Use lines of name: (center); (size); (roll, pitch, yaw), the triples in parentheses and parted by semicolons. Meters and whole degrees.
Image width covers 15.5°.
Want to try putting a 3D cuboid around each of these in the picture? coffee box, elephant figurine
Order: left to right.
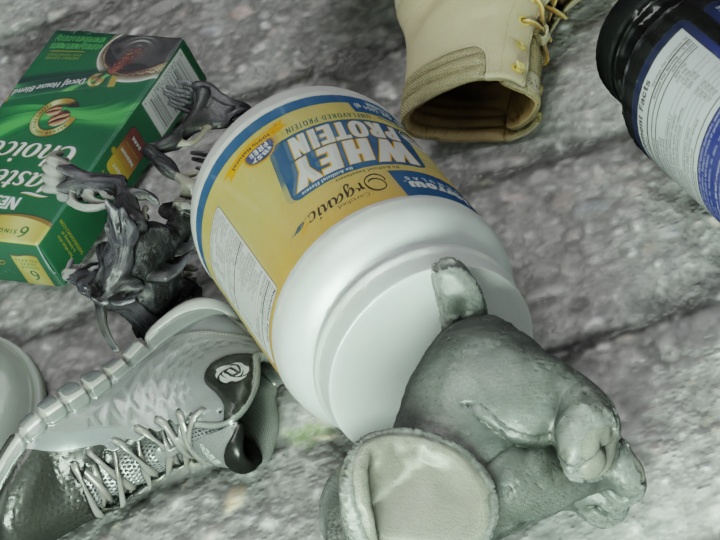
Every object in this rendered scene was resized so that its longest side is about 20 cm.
coffee box: (-0.202, -0.078, 1.778); (0.122, 0.044, 0.200); (7, 51, 36)
elephant figurine: (0.036, 0.128, 1.338); (0.200, 0.142, 0.155); (-38, 45, -17)

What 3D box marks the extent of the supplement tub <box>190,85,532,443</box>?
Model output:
supplement tub: (0.000, 0.000, 1.495); (0.144, 0.145, 0.200); (-33, 39, -5)

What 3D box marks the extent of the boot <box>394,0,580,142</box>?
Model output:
boot: (0.116, -0.159, 1.656); (0.199, 0.073, 0.156); (-11, 46, 11)

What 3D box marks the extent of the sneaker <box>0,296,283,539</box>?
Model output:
sneaker: (-0.118, 0.101, 1.517); (0.200, 0.075, 0.115); (-44, 44, -19)

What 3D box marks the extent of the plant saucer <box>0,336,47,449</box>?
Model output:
plant saucer: (-0.292, 0.102, 1.636); (0.199, 0.050, 0.201); (-17, 42, 15)

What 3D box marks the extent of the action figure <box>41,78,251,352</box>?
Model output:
action figure: (-0.135, -0.027, 1.631); (0.101, 0.119, 0.200); (1, 36, 29)

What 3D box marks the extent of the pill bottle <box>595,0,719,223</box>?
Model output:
pill bottle: (0.216, -0.089, 1.488); (0.112, 0.112, 0.200); (-33, 39, -5)
